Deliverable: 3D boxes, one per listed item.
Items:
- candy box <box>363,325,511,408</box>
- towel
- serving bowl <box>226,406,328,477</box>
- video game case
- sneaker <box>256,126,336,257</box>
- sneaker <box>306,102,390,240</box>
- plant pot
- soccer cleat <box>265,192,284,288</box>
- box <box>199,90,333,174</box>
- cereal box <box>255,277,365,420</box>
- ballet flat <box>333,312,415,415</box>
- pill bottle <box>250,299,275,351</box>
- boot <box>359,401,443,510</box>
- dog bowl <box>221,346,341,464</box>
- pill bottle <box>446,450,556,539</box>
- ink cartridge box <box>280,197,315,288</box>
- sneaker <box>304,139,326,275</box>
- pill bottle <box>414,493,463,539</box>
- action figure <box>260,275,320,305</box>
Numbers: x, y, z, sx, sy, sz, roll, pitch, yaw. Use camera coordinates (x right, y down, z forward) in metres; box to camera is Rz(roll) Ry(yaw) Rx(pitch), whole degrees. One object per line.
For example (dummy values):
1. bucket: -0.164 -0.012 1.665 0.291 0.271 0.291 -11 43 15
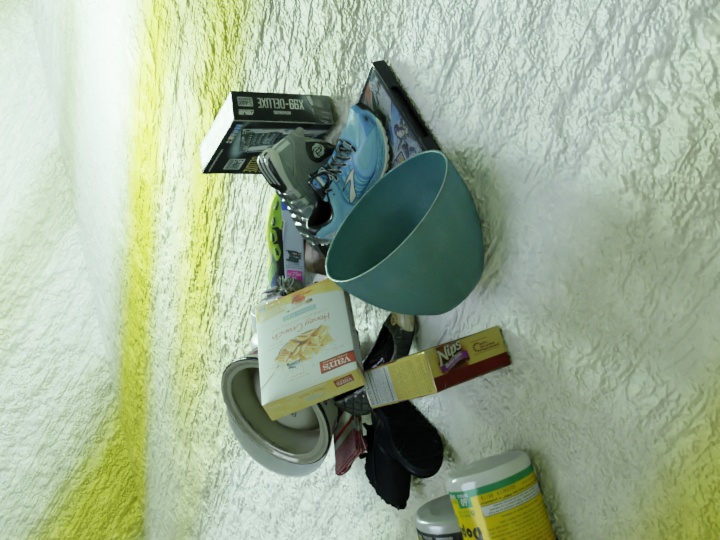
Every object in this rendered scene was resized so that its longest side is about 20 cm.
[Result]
1. candy box: 0.093 0.128 1.357 0.200 0.115 0.057 -26 81 64
2. towel: -0.021 0.209 1.664 0.144 0.022 0.203 121 149 -61
3. serving bowl: -0.125 0.238 1.734 0.197 0.066 0.203 14 120 24
4. video game case: 0.039 -0.146 1.412 0.182 0.025 0.201 61 151 26
5. sneaker: -0.054 -0.117 1.491 0.075 0.116 0.201 21 150 51
6. sneaker: -0.023 -0.125 1.399 0.078 0.089 0.203 42 126 46
7. plant pot: 0.073 -0.024 1.266 0.135 0.201 0.199 42 163 -22
8. soccer cleat: -0.139 -0.048 1.777 0.084 0.064 0.203 40 139 52
9. box: -0.148 -0.206 1.594 0.200 0.155 0.051 142 124 -61
10. cereal box: -0.074 0.104 1.465 0.201 0.142 0.040 -103 -13 -51
11. ballet flat: 0.024 0.132 1.513 0.202 0.056 0.067 -63 31 24
12. pill bottle: -0.129 0.158 1.816 0.113 0.112 0.204 23 124 58
13. boot: 0.059 0.287 1.563 0.199 0.072 0.165 -128 35 -51
14. dog bowl: -0.114 0.196 1.602 0.197 0.074 0.203 19 131 23
15. pill bottle: 0.186 0.337 1.294 0.112 0.111 0.203 -24 84 64
16. ink cartridge box: -0.089 -0.078 1.616 0.120 0.041 0.203 -65 -21 -60
17. sneaker: -0.039 -0.092 1.567 0.074 0.070 0.204 7 107 16
18. pill bottle: 0.146 0.414 1.416 0.114 0.113 0.204 -1 104 63
19. action figure: -0.083 0.089 1.605 0.128 0.070 0.202 2 127 31
